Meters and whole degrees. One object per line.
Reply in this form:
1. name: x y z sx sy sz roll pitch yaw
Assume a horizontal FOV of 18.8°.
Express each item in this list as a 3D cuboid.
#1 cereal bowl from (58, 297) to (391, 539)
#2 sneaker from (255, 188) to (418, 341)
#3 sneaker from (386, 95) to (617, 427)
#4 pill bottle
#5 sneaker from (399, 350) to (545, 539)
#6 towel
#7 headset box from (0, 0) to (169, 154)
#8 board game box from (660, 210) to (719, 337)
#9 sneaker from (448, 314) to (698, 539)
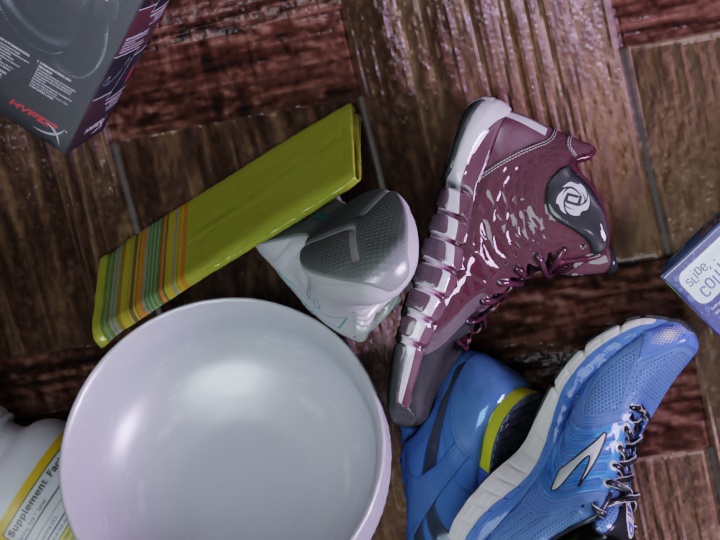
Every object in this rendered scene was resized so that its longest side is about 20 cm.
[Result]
1. cereal bowl: -0.075 0.122 1.306 0.198 0.083 0.202 -5 65 10
2. sneaker: 0.000 0.000 1.263 0.070 0.200 0.081 -36 104 -9
3. sneaker: 0.089 0.007 1.279 0.115 0.076 0.202 17 93 1
4. pill bottle: -0.180 0.167 1.382 0.199 0.112 0.113 32 110 3
5. sneaker: 0.056 0.142 1.354 0.078 0.066 0.202 30 119 32
6. towel: -0.081 -0.026 1.321 0.199 0.086 0.018 -31 122 19
7. headset box: -0.182 -0.196 1.298 0.148 0.075 0.201 31 110 3
8. board game box: 0.291 -0.019 1.259 0.135 0.034 0.200 45 110 -2
9. sneaker: 0.141 0.117 1.284 0.089 0.078 0.201 38 97 35
